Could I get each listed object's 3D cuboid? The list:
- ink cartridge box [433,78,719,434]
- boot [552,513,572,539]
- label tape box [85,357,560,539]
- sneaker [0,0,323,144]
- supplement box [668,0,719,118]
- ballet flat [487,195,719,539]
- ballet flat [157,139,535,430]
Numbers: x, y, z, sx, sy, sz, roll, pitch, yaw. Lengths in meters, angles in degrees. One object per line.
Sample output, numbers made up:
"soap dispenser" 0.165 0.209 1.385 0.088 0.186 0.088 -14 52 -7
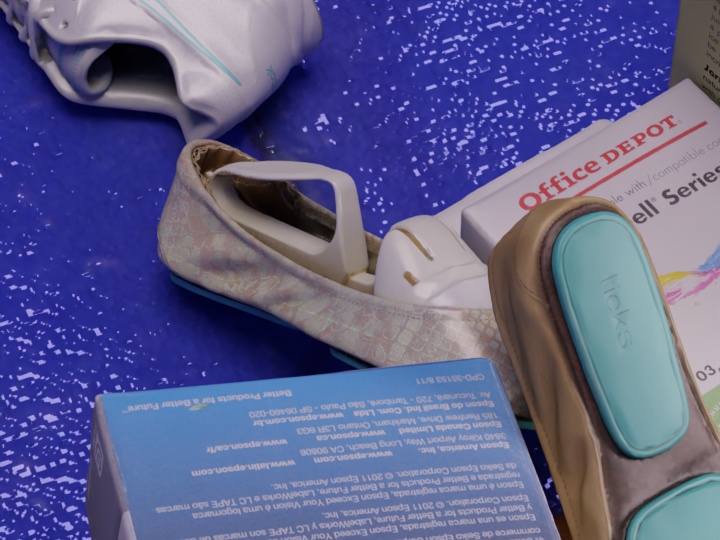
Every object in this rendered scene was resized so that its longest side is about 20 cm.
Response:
"ink cartridge box" 0.116 0.007 1.046 0.117 0.067 0.200 -31 58 -20
"boot" 0.022 0.168 0.943 0.200 0.069 0.189 0 46 -11
"label tape box" -0.001 0.126 0.888 0.143 0.066 0.200 -5 49 -16
"sneaker" -0.119 -0.119 1.144 0.200 0.070 0.080 25 59 17
"supplement box" 0.233 -0.078 1.029 0.134 0.200 0.200 -33 59 -22
"ballet flat" 0.094 0.072 0.948 0.069 0.063 0.200 -16 90 -29
"ballet flat" 0.000 0.000 1.024 0.200 0.062 0.067 21 23 32
